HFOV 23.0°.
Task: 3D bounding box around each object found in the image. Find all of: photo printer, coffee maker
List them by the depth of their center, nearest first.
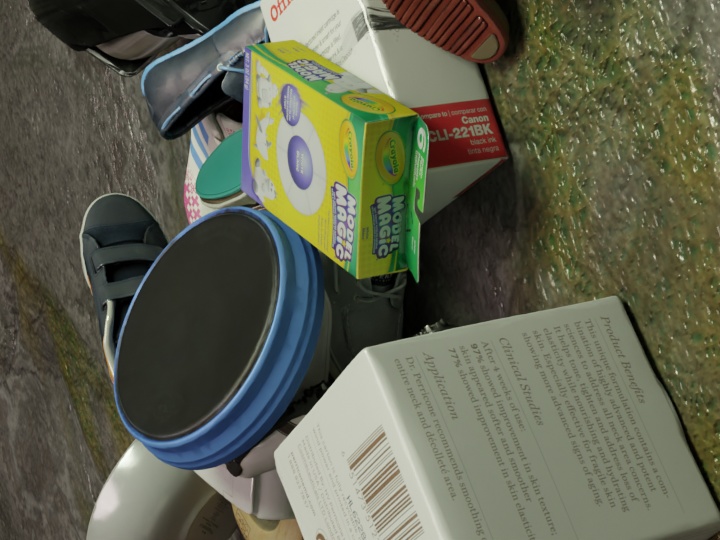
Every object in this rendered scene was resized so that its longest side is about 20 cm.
[{"bbox_3d":[-0.083,0.075,1.388,0.166,0.069,0.201,23,112,61],"label":"photo printer"},{"bbox_3d":[-0.206,-0.258,1.532,0.200,0.191,0.135,-6,76,59],"label":"coffee maker"}]

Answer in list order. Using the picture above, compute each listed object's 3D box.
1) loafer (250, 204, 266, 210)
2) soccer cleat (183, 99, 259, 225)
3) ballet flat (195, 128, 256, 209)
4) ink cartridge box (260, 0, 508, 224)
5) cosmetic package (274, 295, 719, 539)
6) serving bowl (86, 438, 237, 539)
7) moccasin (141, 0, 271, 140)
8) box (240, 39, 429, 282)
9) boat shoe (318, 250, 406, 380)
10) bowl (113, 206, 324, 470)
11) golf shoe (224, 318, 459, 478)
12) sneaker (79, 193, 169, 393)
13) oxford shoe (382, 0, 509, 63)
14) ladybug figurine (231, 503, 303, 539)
[{"bbox_3d":[-0.103,-0.009,1.488,0.199,0.068,0.076,-20,94,36],"label":"loafer"},{"bbox_3d":[-0.116,-0.096,1.532,0.086,0.070,0.201,-156,62,-72],"label":"soccer cleat"},{"bbox_3d":[-0.063,-0.095,1.437,0.200,0.069,0.070,-35,67,48],"label":"ballet flat"},{"bbox_3d":[0.012,-0.142,1.286,0.144,0.083,0.201,-37,68,58],"label":"ink cartridge box"},{"bbox_3d":[0.083,0.139,1.123,0.166,0.199,0.168,-52,53,52],"label":"cosmetic package"},{"bbox_3d":[-0.153,0.209,1.593,0.066,0.200,0.201,31,128,25],"label":"serving bowl"},{"bbox_3d":[-0.091,-0.163,1.440,0.200,0.080,0.068,-26,69,38],"label":"moccasin"},{"bbox_3d":[-0.018,-0.075,1.230,0.200,0.048,0.118,34,129,49],"label":"box"},{"bbox_3d":[0.001,-0.001,1.361,0.071,0.070,0.202,162,100,-66],"label":"boat shoe"},{"bbox_3d":[-0.109,0.045,1.294,0.200,0.039,0.201,-28,48,36],"label":"bowl"},{"bbox_3d":[0.000,0.116,1.280,0.095,0.199,0.078,63,177,-1],"label":"golf shoe"},{"bbox_3d":[-0.179,0.022,1.435,0.079,0.078,0.201,116,141,-69],"label":"sneaker"},{"bbox_3d":[0.036,-0.228,1.205,0.200,0.075,0.070,45,144,-4],"label":"oxford shoe"},{"bbox_3d":[-0.055,0.166,1.505,0.136,0.072,0.200,56,142,31],"label":"ladybug figurine"}]
